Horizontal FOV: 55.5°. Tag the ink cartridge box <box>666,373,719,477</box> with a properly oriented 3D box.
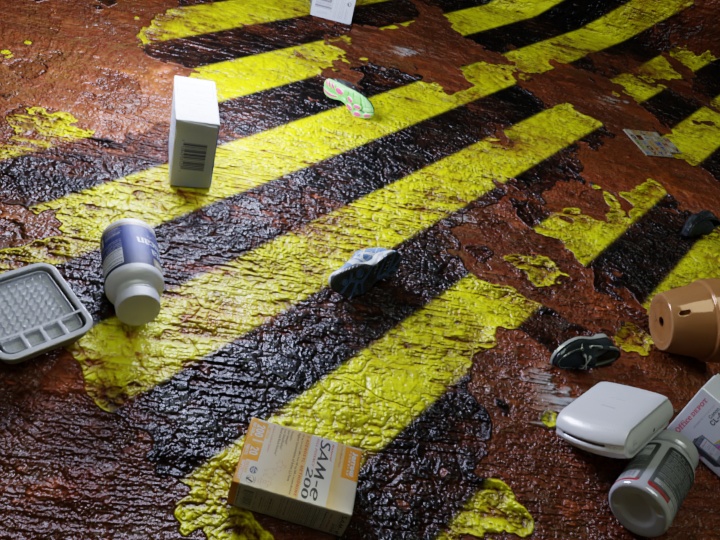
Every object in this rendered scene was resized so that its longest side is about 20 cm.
[{"bbox_3d":[0.765,0.342,1.414,0.085,0.149,0.200,-21,54,-39],"label":"ink cartridge box"}]

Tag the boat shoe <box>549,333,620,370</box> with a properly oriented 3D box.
[{"bbox_3d":[0.507,0.189,1.535,0.197,0.076,0.060,-12,43,-31],"label":"boat shoe"}]

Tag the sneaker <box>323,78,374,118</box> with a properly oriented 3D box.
[{"bbox_3d":[-0.025,-0.547,2.133,0.199,0.077,0.083,41,48,21],"label":"sneaker"}]

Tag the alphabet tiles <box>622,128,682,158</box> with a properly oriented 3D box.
[{"bbox_3d":[1.104,-0.474,2.567,0.197,0.008,0.169,0,44,-21],"label":"alphabet tiles"}]

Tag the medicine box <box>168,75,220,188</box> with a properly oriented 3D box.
[{"bbox_3d":[-0.406,-0.335,1.658,0.101,0.184,0.202,4,43,-19],"label":"medicine box"}]

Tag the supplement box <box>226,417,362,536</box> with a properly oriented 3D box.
[{"bbox_3d":[-0.105,0.336,1.122,0.197,0.074,0.127,17,41,-4],"label":"supplement box"}]

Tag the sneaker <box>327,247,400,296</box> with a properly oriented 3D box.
[{"bbox_3d":[0.000,0.000,1.554,0.198,0.077,0.076,-21,32,-38],"label":"sneaker"}]

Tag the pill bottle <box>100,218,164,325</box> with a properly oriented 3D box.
[{"bbox_3d":[-0.439,0.004,1.324,0.109,0.112,0.202,-3,45,-24],"label":"pill bottle"}]

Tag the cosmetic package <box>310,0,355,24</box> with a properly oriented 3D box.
[{"bbox_3d":[-0.099,-1.076,2.621,0.162,0.166,0.202,10,42,-12],"label":"cosmetic package"}]

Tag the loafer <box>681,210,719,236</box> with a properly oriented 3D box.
[{"bbox_3d":[1.063,-0.141,2.132,0.199,0.069,0.070,-19,44,-41],"label":"loafer"}]

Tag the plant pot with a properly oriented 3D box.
[{"bbox_3d":[0.790,0.123,1.650,0.137,0.202,0.202,-2,42,0],"label":"plant pot"}]

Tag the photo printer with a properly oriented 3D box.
[{"bbox_3d":[0.499,0.298,1.364,0.198,0.071,0.165,-21,19,-37],"label":"photo printer"}]

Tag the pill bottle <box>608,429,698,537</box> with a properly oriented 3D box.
[{"bbox_3d":[0.561,0.396,1.296,0.114,0.115,0.199,40,44,23],"label":"pill bottle"}]

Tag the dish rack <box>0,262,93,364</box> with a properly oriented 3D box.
[{"bbox_3d":[-0.597,0.080,1.230,0.170,0.044,0.200,-24,57,-38],"label":"dish rack"}]
